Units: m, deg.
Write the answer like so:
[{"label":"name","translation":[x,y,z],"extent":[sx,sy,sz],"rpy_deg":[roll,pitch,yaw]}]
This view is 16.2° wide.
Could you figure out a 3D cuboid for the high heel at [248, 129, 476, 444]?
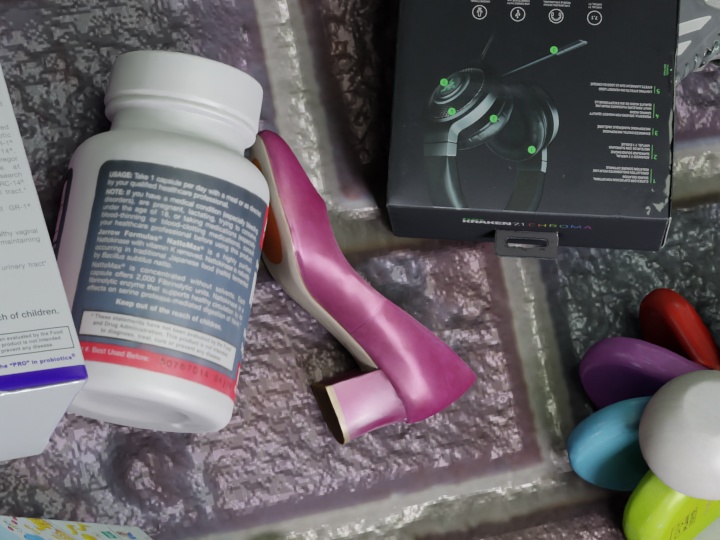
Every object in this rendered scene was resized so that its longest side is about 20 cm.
[{"label":"high heel","translation":[0.000,0.000,1.523],"extent":[0.096,0.067,0.201],"rpy_deg":[-22,97,-17]}]

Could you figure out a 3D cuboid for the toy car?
[{"label":"toy car","translation":[0.210,0.084,1.581],"extent":[0.150,0.175,0.200],"rpy_deg":[35,65,21]}]

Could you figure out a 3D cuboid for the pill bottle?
[{"label":"pill bottle","translation":[-0.115,-0.017,1.447],"extent":[0.119,0.119,0.201],"rpy_deg":[15,76,-22]}]

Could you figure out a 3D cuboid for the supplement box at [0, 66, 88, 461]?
[{"label":"supplement box","translation":[-0.230,-0.003,1.371],"extent":[0.103,0.101,0.201],"rpy_deg":[-8,67,-27]}]

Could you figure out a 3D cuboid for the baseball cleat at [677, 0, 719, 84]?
[{"label":"baseball cleat","translation":[0.206,-0.140,1.648],"extent":[0.106,0.070,0.201],"rpy_deg":[27,72,-19]}]

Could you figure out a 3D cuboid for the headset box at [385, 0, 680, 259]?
[{"label":"headset box","translation":[0.107,-0.108,1.545],"extent":[0.173,0.093,0.201],"rpy_deg":[2,79,4]}]

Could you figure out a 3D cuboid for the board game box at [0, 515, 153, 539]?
[{"label":"board game box","translation":[-0.181,0.198,1.337],"extent":[0.199,0.105,0.103],"rpy_deg":[12,106,-46]}]
